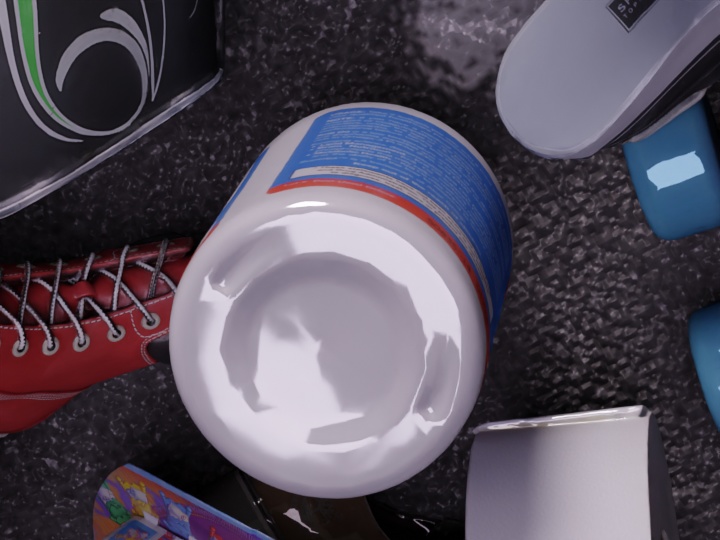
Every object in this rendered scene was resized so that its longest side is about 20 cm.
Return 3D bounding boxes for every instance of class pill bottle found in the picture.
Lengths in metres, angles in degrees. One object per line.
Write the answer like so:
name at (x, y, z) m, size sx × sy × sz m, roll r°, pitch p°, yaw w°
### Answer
pill bottle at (0.000, 0.000, 1.016) m, size 0.112 × 0.200 × 0.113 m, roll 2°, pitch 107°, yaw 8°

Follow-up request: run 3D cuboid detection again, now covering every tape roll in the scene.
tape roll at (0.090, 0.155, 1.052) m, size 0.071 × 0.202 × 0.203 m, roll -7°, pitch 106°, yaw 10°

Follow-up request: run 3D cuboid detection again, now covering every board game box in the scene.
board game box at (-0.045, 0.169, 1.095) m, size 0.200 × 0.039 × 0.158 m, roll 25°, pitch 140°, yaw 32°

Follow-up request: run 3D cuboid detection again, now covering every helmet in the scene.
helmet at (-0.161, -0.117, 1.009) m, size 0.200 × 0.200 × 0.191 m, roll -26°, pitch 99°, yaw 14°

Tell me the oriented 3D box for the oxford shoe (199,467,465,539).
oxford shoe at (0.023, 0.150, 1.128) m, size 0.084 × 0.073 × 0.200 m, roll -34°, pitch 108°, yaw -1°

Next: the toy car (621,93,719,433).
toy car at (0.199, -0.004, 0.988) m, size 0.184 × 0.200 × 0.177 m, roll -17°, pitch 104°, yaw 12°

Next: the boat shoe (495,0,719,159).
boat shoe at (0.137, -0.111, 0.986) m, size 0.199 × 0.068 × 0.074 m, roll -49°, pitch 66°, yaw 23°

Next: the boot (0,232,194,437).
boot at (-0.129, 0.010, 1.048) m, size 0.144 × 0.200 × 0.073 m, roll -19°, pitch 75°, yaw 12°
